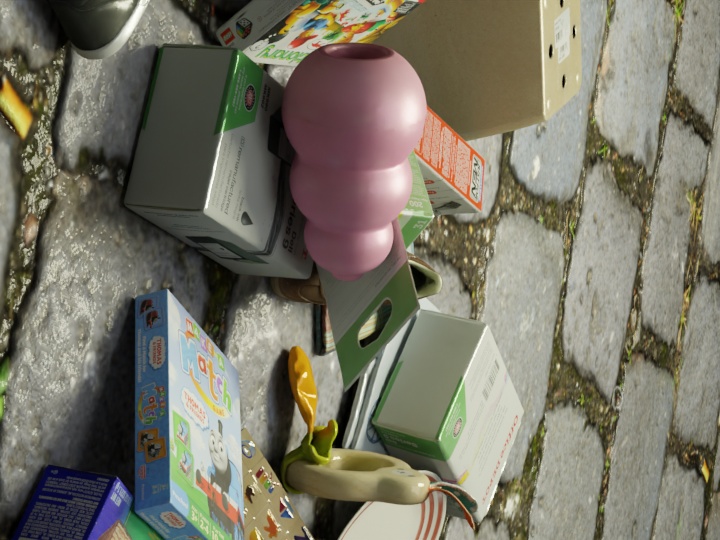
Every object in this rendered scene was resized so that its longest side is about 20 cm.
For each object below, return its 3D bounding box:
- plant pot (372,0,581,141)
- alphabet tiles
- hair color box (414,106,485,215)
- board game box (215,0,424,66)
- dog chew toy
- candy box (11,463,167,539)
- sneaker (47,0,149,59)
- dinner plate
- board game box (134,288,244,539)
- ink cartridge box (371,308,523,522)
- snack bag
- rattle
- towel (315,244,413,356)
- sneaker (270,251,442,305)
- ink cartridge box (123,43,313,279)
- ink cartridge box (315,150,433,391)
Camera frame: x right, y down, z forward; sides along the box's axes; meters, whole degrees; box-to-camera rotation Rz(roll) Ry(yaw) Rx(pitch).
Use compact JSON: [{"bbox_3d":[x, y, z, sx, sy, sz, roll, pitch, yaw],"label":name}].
[{"bbox_3d":[0.128,-0.239,1.910,0.200,0.175,0.202,-41,132,-59],"label":"plant pot"},{"bbox_3d":[-0.087,0.260,1.663,0.201,0.008,0.167,59,28,-6],"label":"alphabet tiles"},{"bbox_3d":[0.032,-0.116,1.814,0.200,0.110,0.065,37,54,-54],"label":"hair color box"},{"bbox_3d":[-0.031,-0.236,1.683,0.035,0.126,0.199,60,26,12],"label":"board game box"},{"bbox_3d":[-0.007,-0.089,1.577,0.124,0.123,0.202,-32,129,-57],"label":"dog chew toy"},{"bbox_3d":[-0.222,0.284,1.448,0.201,0.076,0.170,-67,147,-30],"label":"candy box"},{"bbox_3d":[-0.188,-0.272,1.417,0.202,0.070,0.099,-69,154,-19],"label":"sneaker"},{"bbox_3d":[0.017,0.292,1.924,0.200,0.024,0.202,-36,141,-34],"label":"dinner plate"},{"bbox_3d":[-0.143,0.139,1.546,0.152,0.036,0.202,55,24,-52],"label":"board game box"},{"bbox_3d":[0.098,0.159,1.986,0.146,0.087,0.200,-65,150,-24],"label":"ink cartridge box"},{"bbox_3d":[0.045,0.120,1.984,0.188,0.021,0.202,41,63,-61],"label":"snack bag"},{"bbox_3d":[0.026,0.162,1.777,0.130,0.198,0.144,28,71,-61],"label":"rattle"},{"bbox_3d":[0.008,-0.003,1.907,0.200,0.021,0.148,-23,115,-60],"label":"towel"},{"bbox_3d":[0.000,0.000,1.797,0.199,0.075,0.071,-2,99,-49],"label":"sneaker"},{"bbox_3d":[-0.106,-0.090,1.597,0.200,0.083,0.148,33,65,-60],"label":"ink cartridge box"},{"bbox_3d":[0.014,-0.011,1.676,0.048,0.146,0.202,5,54,-31],"label":"ink cartridge box"}]
